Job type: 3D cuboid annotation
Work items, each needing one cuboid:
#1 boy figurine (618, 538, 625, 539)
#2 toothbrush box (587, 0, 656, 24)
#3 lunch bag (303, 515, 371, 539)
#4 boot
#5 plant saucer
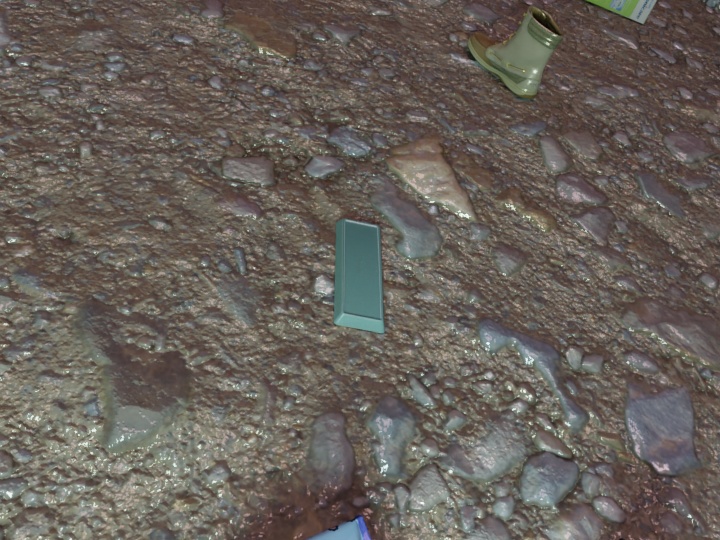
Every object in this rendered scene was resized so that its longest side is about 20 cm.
[{"bbox_3d":[0.338,0.370,0.807,0.199,0.065,0.124,31,40,14],"label":"boy figurine"},{"bbox_3d":[0.677,-0.753,2.072,0.198,0.086,0.146,20,42,0],"label":"toothbrush box"},{"bbox_3d":[-0.029,0.343,0.675,0.150,0.094,0.201,-13,62,-35],"label":"lunch bag"},{"bbox_3d":[0.310,-0.464,1.574,0.072,0.155,0.200,-17,55,-35],"label":"boot"},{"bbox_3d":[0.000,0.000,1.077,0.069,0.019,0.201,12,42,-12],"label":"plant saucer"}]
